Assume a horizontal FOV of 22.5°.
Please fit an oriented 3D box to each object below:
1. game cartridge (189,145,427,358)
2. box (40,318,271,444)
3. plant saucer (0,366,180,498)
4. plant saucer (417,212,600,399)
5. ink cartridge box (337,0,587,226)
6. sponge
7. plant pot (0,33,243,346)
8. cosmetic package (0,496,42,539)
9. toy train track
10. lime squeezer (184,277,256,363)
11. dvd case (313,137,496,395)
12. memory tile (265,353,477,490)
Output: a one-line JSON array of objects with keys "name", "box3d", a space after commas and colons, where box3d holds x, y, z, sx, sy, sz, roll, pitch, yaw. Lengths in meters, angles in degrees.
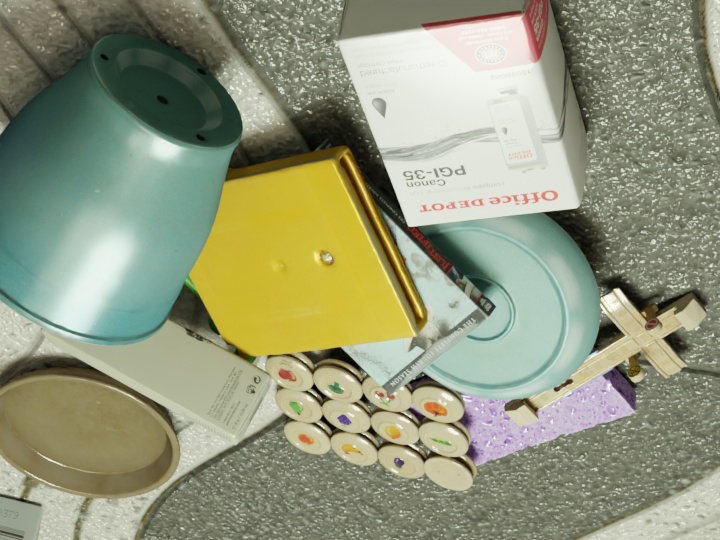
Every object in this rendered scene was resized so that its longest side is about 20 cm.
[{"name": "game cartridge", "box3d": [-0.062, -0.011, 1.529, 0.200, 0.032, 0.176, -8, 119, 36]}, {"name": "box", "box3d": [-0.181, 0.078, 1.623, 0.200, 0.068, 0.082, 29, 170, 1]}, {"name": "plant saucer", "box3d": [-0.277, 0.160, 1.817, 0.200, 0.029, 0.200, 6, 138, 6]}, {"name": "plant saucer", "box3d": [0.103, 0.028, 1.541, 0.200, 0.027, 0.200, 10, 120, 19]}, {"name": "ink cartridge box", "box3d": [0.083, -0.134, 1.379, 0.146, 0.083, 0.200, -6, 135, 18]}, {"name": "sponge", "box3d": [0.142, 0.120, 1.686, 0.200, 0.030, 0.112, -24, 127, 32]}, {"name": "plant pot", "box3d": [-0.194, -0.077, 1.434, 0.200, 0.200, 0.188, 27, 120, -17]}, {"name": "cosmetic package", "box3d": [-0.449, 0.354, 1.964, 0.165, 0.165, 0.200, 14, 137, -4]}, {"name": "toy train track", "box3d": [0.215, 0.086, 1.593, 0.200, 0.033, 0.115, -33, 122, 21]}, {"name": "lime squeezer", "box3d": [-0.131, 0.052, 1.673, 0.071, 0.038, 0.200, 25, 149, 33]}, {"name": "dvd case", "box3d": [0.000, 0.000, 1.537, 0.200, 0.022, 0.146, 45, 131, -5]}, {"name": "memory tile", "box3d": [0.010, 0.142, 1.714, 0.200, 0.017, 0.153, 11, 141, 20]}]
